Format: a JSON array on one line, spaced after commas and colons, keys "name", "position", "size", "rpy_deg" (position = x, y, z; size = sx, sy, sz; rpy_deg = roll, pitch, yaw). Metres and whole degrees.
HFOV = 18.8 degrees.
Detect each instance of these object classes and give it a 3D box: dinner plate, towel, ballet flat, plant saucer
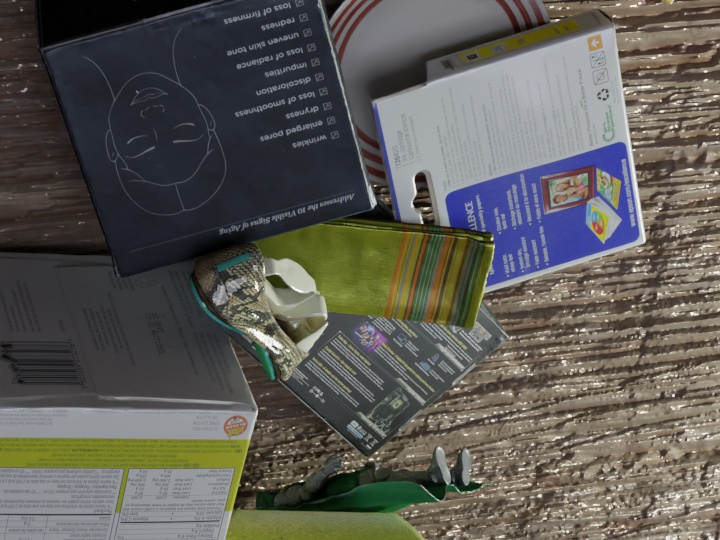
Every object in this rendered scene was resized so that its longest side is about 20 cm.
[{"name": "dinner plate", "position": [0.054, -0.156, 1.680], "size": [0.200, 0.024, 0.200], "rpy_deg": [-8, 122, -13]}, {"name": "towel", "position": [0.000, 0.000, 1.685], "size": [0.200, 0.018, 0.086], "rpy_deg": [6, 120, -8]}, {"name": "ballet flat", "position": [-0.064, 0.030, 1.627], "size": [0.075, 0.068, 0.200], "rpy_deg": [-26, 155, 4]}, {"name": "plant saucer", "position": [-0.055, 0.231, 1.792], "size": [0.200, 0.200, 0.048], "rpy_deg": [3, 76, -16]}]

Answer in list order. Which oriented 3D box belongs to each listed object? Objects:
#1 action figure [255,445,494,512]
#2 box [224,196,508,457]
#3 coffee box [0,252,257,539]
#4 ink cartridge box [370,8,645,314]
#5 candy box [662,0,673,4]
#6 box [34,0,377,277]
[{"name": "action figure", "position": [-0.005, 0.182, 1.797], "size": [0.200, 0.055, 0.118], "rpy_deg": [-14, 164, 30]}, {"name": "box", "position": [0.000, 0.040, 1.765], "size": [0.160, 0.044, 0.200], "rpy_deg": [-42, 124, 8]}, {"name": "coffee box", "position": [-0.213, 0.122, 1.639], "size": [0.200, 0.200, 0.198], "rpy_deg": [1, 124, -20]}, {"name": "ink cartridge box", "position": [0.115, -0.084, 1.701], "size": [0.200, 0.047, 0.198], "rpy_deg": [-16, 121, -6]}, {"name": "candy box", "position": [0.249, -0.309, 1.600], "size": [0.056, 0.117, 0.200], "rpy_deg": [29, 106, -31]}, {"name": "box", "position": [-0.111, -0.126, 1.567], "size": [0.200, 0.124, 0.197], "rpy_deg": [-15, 122, -1]}]
